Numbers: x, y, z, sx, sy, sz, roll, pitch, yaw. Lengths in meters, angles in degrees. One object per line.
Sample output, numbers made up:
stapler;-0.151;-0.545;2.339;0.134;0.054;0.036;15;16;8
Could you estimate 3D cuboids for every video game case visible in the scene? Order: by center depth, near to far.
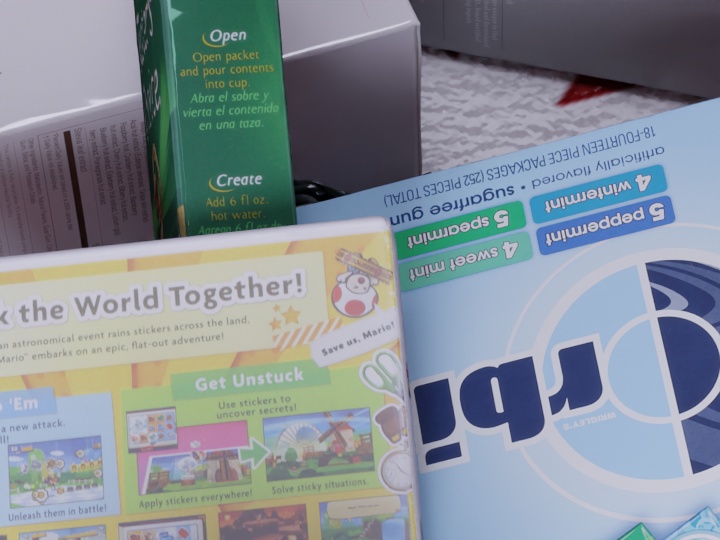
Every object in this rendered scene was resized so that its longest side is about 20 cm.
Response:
video game case;-0.080;0.081;0.887;0.199;0.023;0.183;-6;73;4

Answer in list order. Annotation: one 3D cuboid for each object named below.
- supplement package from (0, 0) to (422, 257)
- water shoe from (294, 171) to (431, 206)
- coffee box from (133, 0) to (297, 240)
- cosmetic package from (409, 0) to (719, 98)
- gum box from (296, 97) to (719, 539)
supplement package;-0.087;-0.077;1.130;0.199;0.120;0.122;-16;53;-11
water shoe;0.000;0.000;1.092;0.199;0.079;0.072;-27;56;-18
coffee box;-0.052;-0.041;0.989;0.044;0.123;0.201;-4;85;-8
cosmetic package;0.106;-0.145;1.200;0.199;0.090;0.107;8;49;12
gum box;0.072;0.051;0.933;0.169;0.045;0.201;-15;56;8
